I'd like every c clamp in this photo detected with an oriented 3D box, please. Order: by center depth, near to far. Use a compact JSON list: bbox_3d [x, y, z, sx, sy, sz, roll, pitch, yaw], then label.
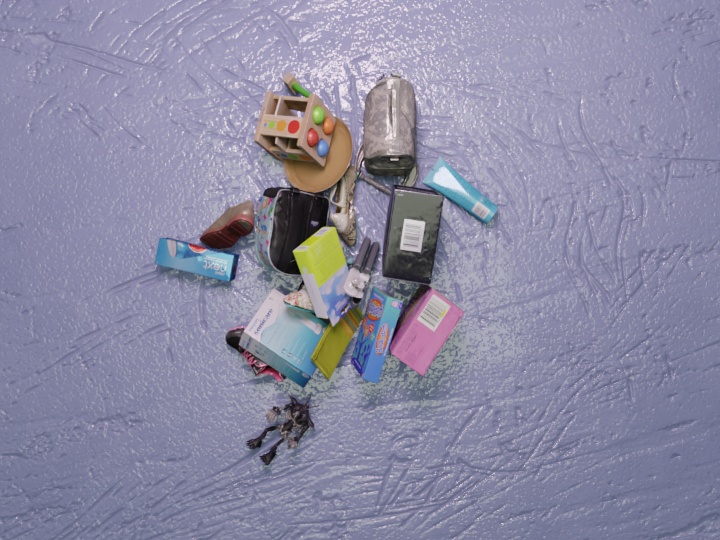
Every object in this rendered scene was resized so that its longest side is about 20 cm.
[{"bbox_3d":[0.063,-0.236,1.409,0.197,0.027,0.173,33,93,-2],"label":"c clamp"}]

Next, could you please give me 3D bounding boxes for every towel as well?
[{"bbox_3d":[-0.053,0.162,1.363,0.087,0.018,0.202,54,50,-32],"label":"towel"}]

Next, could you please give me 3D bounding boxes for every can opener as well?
[{"bbox_3d":[0.000,0.000,1.360,0.051,0.067,0.203,23,48,-3],"label":"can opener"}]

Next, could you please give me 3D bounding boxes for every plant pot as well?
[{"bbox_3d":[-0.103,-0.288,1.373,0.194,0.027,0.207,-6,75,22],"label":"plant pot"}]

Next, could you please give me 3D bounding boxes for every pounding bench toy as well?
[{"bbox_3d":[-0.139,-0.375,1.325,0.152,0.124,0.206,10,82,25],"label":"pounding bench toy"}]

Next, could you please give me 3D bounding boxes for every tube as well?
[{"bbox_3d":[0.258,-0.199,1.403,0.198,0.050,0.078,38,89,3],"label":"tube"}]

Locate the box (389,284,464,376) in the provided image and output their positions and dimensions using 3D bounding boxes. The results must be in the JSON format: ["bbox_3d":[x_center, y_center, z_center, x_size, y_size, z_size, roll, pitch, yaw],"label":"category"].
[{"bbox_3d":[0.152,0.135,1.341,0.095,0.200,0.178,33,93,-1],"label":"box"}]

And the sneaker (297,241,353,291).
[{"bbox_3d":[-0.091,0.022,1.401,0.086,0.078,0.202,37,95,-10],"label":"sneaker"}]

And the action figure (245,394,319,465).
[{"bbox_3d":[-0.194,0.405,1.408,0.200,0.102,0.119,-44,80,4],"label":"action figure"}]

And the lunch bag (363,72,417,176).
[{"bbox_3d":[0.074,-0.344,1.321,0.135,0.168,0.207,1,85,-5],"label":"lunch bag"}]

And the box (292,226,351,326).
[{"bbox_3d":[-0.079,0.015,1.314,0.047,0.122,0.205,2,120,37],"label":"box"}]

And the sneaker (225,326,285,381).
[{"bbox_3d":[-0.260,0.216,1.392,0.196,0.096,0.080,25,133,0],"label":"sneaker"}]

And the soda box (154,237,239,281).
[{"bbox_3d":[-0.415,-0.029,1.404,0.194,0.064,0.070,13,93,-1],"label":"soda box"}]

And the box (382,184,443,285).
[{"bbox_3d":[0.118,-0.092,1.320,0.119,0.199,0.206,8,101,1],"label":"box"}]

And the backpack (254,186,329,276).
[{"bbox_3d":[-0.173,-0.091,1.339,0.174,0.149,0.207,5,91,-40],"label":"backpack"}]

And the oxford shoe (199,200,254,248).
[{"bbox_3d":[-0.328,-0.113,1.377,0.196,0.070,0.077,-18,51,35],"label":"oxford shoe"}]

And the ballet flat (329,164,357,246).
[{"bbox_3d":[-0.047,-0.165,1.386,0.074,0.067,0.207,-3,97,-42],"label":"ballet flat"}]

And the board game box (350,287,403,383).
[{"bbox_3d":[0.037,0.155,1.365,0.044,0.152,0.206,17,93,-14],"label":"board game box"}]

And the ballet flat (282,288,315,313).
[{"bbox_3d":[-0.112,0.077,1.365,0.075,0.198,0.066,19,86,41],"label":"ballet flat"}]

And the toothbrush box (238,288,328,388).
[{"bbox_3d":[-0.179,0.167,1.368,0.197,0.086,0.148,33,53,-3],"label":"toothbrush box"}]
